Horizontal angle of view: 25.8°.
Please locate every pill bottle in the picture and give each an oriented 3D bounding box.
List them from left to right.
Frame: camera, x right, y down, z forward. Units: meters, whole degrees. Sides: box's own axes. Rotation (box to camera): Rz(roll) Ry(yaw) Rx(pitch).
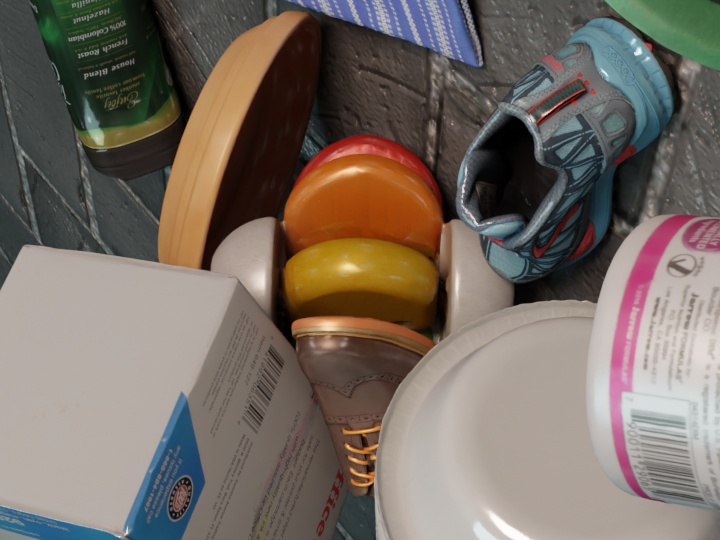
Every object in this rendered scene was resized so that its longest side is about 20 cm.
[{"bbox_3d":[0.194,0.042,0.573,0.199,0.113,0.114,6,128,33],"label":"pill bottle"}]

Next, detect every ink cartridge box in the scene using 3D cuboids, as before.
[{"bbox_3d":[-0.112,0.105,0.869,0.144,0.148,0.200,8,152,28],"label":"ink cartridge box"}]

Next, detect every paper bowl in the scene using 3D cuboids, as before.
[{"bbox_3d":[0.106,0.104,0.774,0.201,0.200,0.105,47,159,27],"label":"paper bowl"}]

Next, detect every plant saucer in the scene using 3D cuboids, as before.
[{"bbox_3d":[-0.076,-0.066,0.966,0.037,0.201,0.200,19,147,8],"label":"plant saucer"}]

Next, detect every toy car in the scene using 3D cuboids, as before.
[{"bbox_3d":[0.000,0.000,0.960,0.200,0.174,0.151,93,177,-64],"label":"toy car"}]

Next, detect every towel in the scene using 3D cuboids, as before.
[{"bbox_3d":[-0.033,-0.182,0.851,0.199,0.024,0.145,24,158,32],"label":"towel"}]

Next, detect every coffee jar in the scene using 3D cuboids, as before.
[{"bbox_3d":[-0.196,-0.173,1.199,0.104,0.085,0.201,-121,13,-57],"label":"coffee jar"}]

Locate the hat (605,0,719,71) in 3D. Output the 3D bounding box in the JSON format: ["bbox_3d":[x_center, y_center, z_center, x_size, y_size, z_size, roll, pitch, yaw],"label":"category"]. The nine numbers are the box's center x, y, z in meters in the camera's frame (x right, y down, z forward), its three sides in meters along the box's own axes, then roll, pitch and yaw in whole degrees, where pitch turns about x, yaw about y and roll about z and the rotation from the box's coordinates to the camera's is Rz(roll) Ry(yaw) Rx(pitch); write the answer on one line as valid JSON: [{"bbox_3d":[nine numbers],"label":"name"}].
[{"bbox_3d":[0.113,-0.118,0.561,0.176,0.165,0.201,143,124,-76],"label":"hat"}]

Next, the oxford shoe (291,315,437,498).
[{"bbox_3d":[0.014,0.084,0.870,0.071,0.073,0.200,-3,153,23],"label":"oxford shoe"}]

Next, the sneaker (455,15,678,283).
[{"bbox_3d":[0.079,-0.048,0.787,0.079,0.095,0.200,52,156,18],"label":"sneaker"}]

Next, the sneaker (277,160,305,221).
[{"bbox_3d":[-0.105,-0.060,1.175,0.200,0.075,0.071,15,132,58],"label":"sneaker"}]
